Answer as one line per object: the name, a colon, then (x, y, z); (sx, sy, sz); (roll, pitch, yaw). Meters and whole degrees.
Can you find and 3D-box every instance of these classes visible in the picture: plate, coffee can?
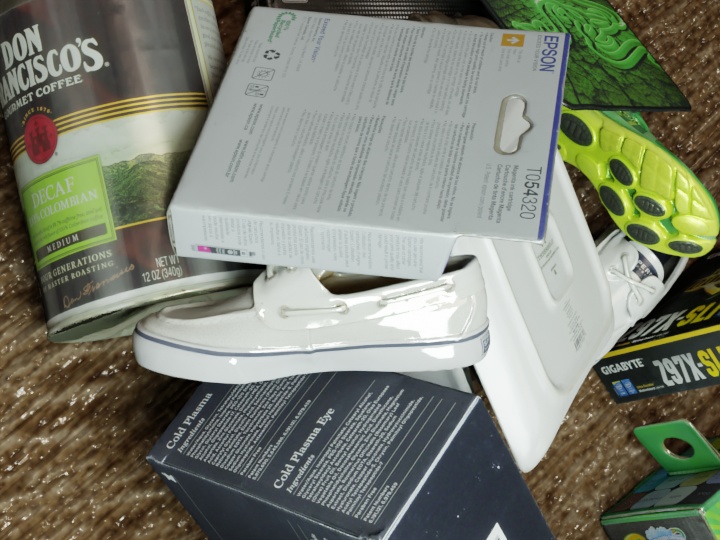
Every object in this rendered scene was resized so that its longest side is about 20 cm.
plate: (0.109, -0.005, 0.926); (0.200, 0.032, 0.201); (-46, 117, -56)
coffee can: (-0.141, -0.070, 0.897); (0.146, 0.146, 0.201); (-10, 82, -29)

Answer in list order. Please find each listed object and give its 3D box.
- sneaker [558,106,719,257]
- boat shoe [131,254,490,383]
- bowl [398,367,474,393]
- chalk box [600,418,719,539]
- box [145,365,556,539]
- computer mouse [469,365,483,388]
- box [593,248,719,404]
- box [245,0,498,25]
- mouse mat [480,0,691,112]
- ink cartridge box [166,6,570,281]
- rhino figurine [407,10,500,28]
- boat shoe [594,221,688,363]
sneaker: (0.197, -0.091, 1.082); (0.083, 0.074, 0.200); (-21, 56, -40)
boat shoe: (-0.028, 0.018, 0.804); (0.199, 0.071, 0.070); (-2, 108, 4)
bowl: (0.000, 0.000, 0.930); (0.090, 0.201, 0.202); (-19, 86, 4)
chalk box: (0.272, 0.191, 1.057); (0.124, 0.125, 0.201); (-30, 93, -29)
box: (0.006, 0.151, 0.856); (0.104, 0.182, 0.200); (-53, 135, -27)
computer mouse: (0.064, 0.029, 1.048); (0.200, 0.034, 0.059); (47, 52, -2)
box: (0.281, 0.025, 1.060); (0.160, 0.200, 0.049); (-38, 97, -28)
box: (0.020, -0.150, 1.057); (0.199, 0.047, 0.194); (-4, 78, -28)
mouse mat: (0.160, -0.179, 1.088); (0.200, 0.008, 0.161); (-6, 56, -52)
ink cartridge box: (0.012, -0.074, 0.823); (0.199, 0.043, 0.197); (7, 43, 8)
rhino figurine: (0.089, -0.087, 1.019); (0.087, 0.060, 0.201); (-19, 92, -39)
boat shoe: (0.193, 0.002, 1.081); (0.074, 0.065, 0.200); (47, 52, -7)
